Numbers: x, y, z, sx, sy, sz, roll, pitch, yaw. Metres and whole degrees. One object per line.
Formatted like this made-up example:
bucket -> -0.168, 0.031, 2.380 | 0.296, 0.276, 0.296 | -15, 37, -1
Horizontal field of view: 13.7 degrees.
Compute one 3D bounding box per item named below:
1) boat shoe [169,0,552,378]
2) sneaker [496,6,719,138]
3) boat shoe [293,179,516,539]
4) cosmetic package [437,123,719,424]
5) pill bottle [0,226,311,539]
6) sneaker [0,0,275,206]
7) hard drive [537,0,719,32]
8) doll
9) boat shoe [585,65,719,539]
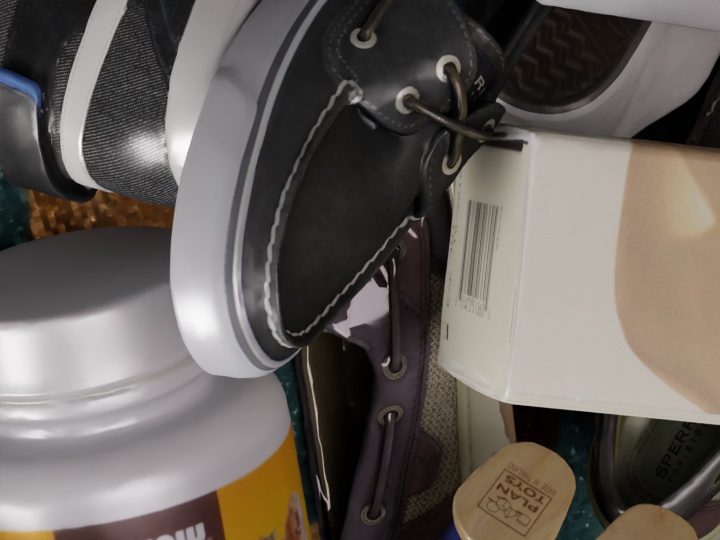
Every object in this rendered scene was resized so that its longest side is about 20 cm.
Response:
boat shoe -> 0.012, -0.056, 0.790 | 0.200, 0.056, 0.069 | -64, 143, -30
sneaker -> 0.095, -0.106, 0.912 | 0.073, 0.085, 0.200 | 37, 71, 17
boat shoe -> 0.000, 0.000, 0.891 | 0.065, 0.072, 0.200 | -21, 117, -20
cosmetic package -> 0.129, 0.006, 0.812 | 0.199, 0.105, 0.071 | 6, 93, -10
pill bottle -> -0.066, 0.093, 0.868 | 0.109, 0.109, 0.201 | -16, 110, -17
sneaker -> -0.054, -0.113, 0.838 | 0.073, 0.112, 0.200 | 57, 45, -53
hard drive -> 0.149, -0.114, 0.807 | 0.200, 0.026, 0.132 | 5, 134, -42
doll -> 0.034, 0.132, 0.909 | 0.136, 0.049, 0.200 | 26, 137, 7
boat shoe -> 0.122, -0.008, 0.894 | 0.072, 0.066, 0.201 | 23, 88, 9
